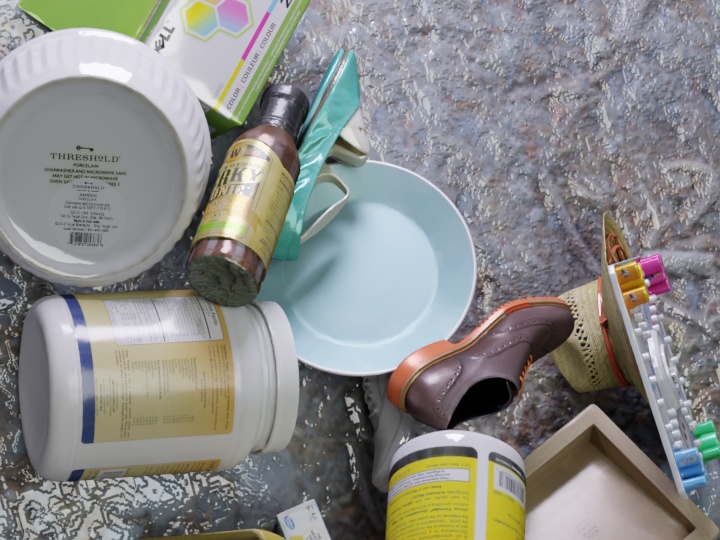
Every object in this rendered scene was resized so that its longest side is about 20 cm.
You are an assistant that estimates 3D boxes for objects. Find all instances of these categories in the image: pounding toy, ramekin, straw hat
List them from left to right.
[{"bbox_3d":[-0.212,-0.082,1.412,0.198,0.105,0.203,-2,105,-9],"label":"ramekin"},{"bbox_3d":[0.194,0.266,1.554,0.183,0.143,0.200,-35,65,-21],"label":"pounding toy"},{"bbox_3d":[0.211,0.058,1.615,0.084,0.201,0.203,-18,92,15],"label":"straw hat"}]

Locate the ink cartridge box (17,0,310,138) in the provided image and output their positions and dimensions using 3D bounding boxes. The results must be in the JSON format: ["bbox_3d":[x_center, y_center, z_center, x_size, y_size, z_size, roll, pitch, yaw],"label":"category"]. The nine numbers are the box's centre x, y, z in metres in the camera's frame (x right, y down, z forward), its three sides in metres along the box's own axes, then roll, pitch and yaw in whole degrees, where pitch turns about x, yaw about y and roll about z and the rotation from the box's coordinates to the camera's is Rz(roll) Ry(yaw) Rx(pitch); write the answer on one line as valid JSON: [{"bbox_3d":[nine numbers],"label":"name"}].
[{"bbox_3d":[-0.159,-0.226,1.501,0.199,0.076,0.149,32,74,-18],"label":"ink cartridge box"}]

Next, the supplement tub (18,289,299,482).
[{"bbox_3d":[-0.160,0.089,1.434,0.198,0.144,0.146,-2,85,-22],"label":"supplement tub"}]

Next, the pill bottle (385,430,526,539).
[{"bbox_3d":[0.073,0.237,1.419,0.111,0.112,0.202,19,54,-19],"label":"pill bottle"}]

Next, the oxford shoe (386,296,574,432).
[{"bbox_3d":[0.116,0.083,1.509,0.199,0.072,0.072,-26,138,-33],"label":"oxford shoe"}]

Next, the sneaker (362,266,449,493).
[{"bbox_3d":[0.026,0.089,1.556,0.080,0.075,0.202,13,74,-11],"label":"sneaker"}]

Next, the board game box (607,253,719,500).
[{"bbox_3d":[0.269,0.085,1.580,0.026,0.200,0.202,-18,88,16],"label":"board game box"}]

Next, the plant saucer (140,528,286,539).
[{"bbox_3d":[-0.082,0.294,1.424,0.048,0.199,0.202,-20,93,-36],"label":"plant saucer"}]

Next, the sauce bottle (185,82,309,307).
[{"bbox_3d":[-0.085,-0.065,1.447,0.064,0.065,0.201,30,49,-17],"label":"sauce bottle"}]

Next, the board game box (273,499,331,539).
[{"bbox_3d":[-0.017,0.289,1.455,0.034,0.135,0.202,-21,80,-9],"label":"board game box"}]

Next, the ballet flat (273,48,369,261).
[{"bbox_3d":[-0.033,-0.091,1.538,0.070,0.067,0.201,29,70,-3],"label":"ballet flat"}]

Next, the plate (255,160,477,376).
[{"bbox_3d":[0.000,0.000,1.539,0.198,0.026,0.202,0,65,0],"label":"plate"}]
